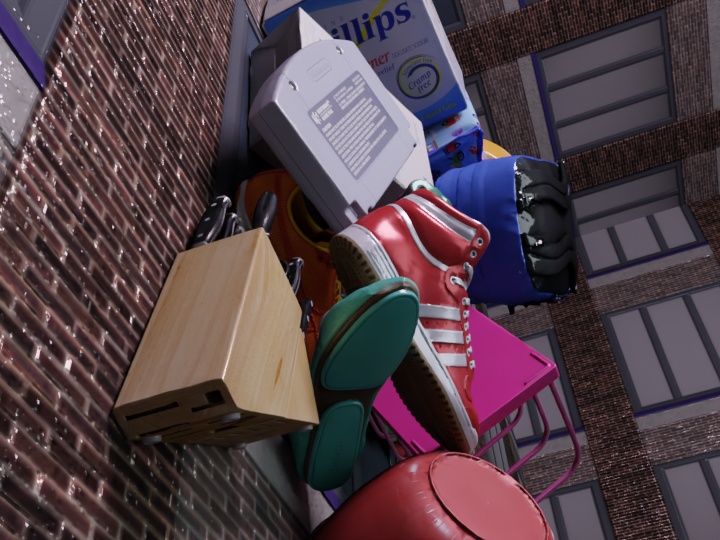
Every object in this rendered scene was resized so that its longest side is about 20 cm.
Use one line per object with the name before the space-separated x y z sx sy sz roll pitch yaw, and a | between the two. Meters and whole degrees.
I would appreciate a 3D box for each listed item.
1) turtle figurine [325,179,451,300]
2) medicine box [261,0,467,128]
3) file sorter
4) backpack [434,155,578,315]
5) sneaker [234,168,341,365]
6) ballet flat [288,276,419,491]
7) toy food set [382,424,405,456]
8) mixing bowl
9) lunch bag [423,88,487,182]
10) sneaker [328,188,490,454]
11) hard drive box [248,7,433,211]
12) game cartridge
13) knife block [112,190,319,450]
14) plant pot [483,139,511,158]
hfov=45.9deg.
turtle figurine | 0.000 0.000 0.786 0.100 0.200 0.151 32 54 -8
medicine box | 0.008 -0.261 1.011 0.202 0.179 0.104 59 18 -31
file sorter | 0.090 0.133 0.805 0.200 0.138 0.127 37 -23 59
backpack | 0.146 -0.032 0.926 0.199 0.165 0.166 -3 81 -66
sneaker | -0.041 0.015 0.702 0.073 0.076 0.203 -83 156 -68
ballet flat | -0.015 0.071 0.618 0.071 0.066 0.203 59 -39 45
toy food set | 0.029 0.108 0.981 0.201 0.048 0.201 -83 155 -66
mixing bowl | 0.068 0.204 0.607 0.197 0.110 0.201 25 21 -10
lunch bag | 0.055 -0.147 1.079 0.152 0.196 0.095 -98 168 -53
sneaker | 0.065 0.035 0.661 0.071 0.112 0.203 -3 -62 57
hard drive box | -0.016 -0.138 0.857 0.199 0.076 0.158 36 33 -35
game cartridge | -0.019 -0.124 0.719 0.134 0.041 0.200 50 31 -9
knife block | -0.083 0.014 0.521 0.200 0.063 0.179 40 35 -70
plant pot | 0.130 -0.059 1.149 0.184 0.197 0.203 -63 136 -64
